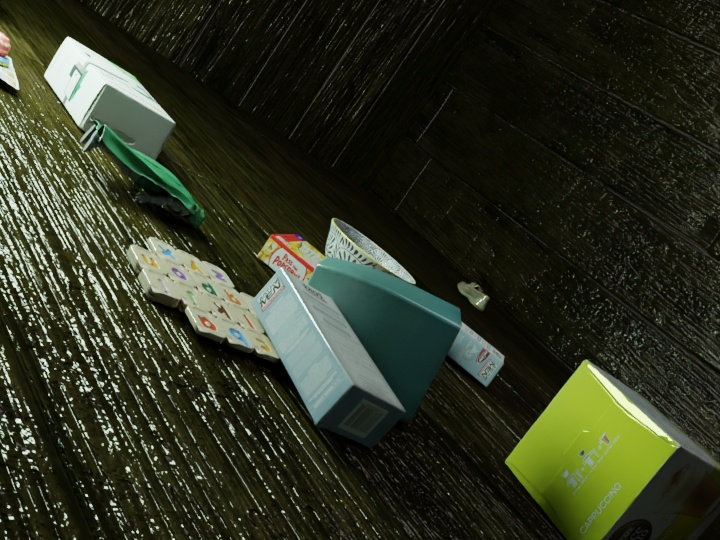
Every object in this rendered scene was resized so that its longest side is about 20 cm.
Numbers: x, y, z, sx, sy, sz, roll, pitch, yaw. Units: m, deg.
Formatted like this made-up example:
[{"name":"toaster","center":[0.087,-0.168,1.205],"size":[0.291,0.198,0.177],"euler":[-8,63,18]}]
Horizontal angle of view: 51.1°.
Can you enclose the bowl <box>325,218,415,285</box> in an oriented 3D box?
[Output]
[{"name":"bowl","center":[0.000,0.000,1.418],"size":[0.199,0.095,0.201],"euler":[36,10,-7]}]

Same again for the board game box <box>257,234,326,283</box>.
[{"name":"board game box","center":[-0.061,0.020,1.236],"size":[0.199,0.047,0.151],"euler":[39,9,6]}]

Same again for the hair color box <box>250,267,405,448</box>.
[{"name":"hair color box","center":[-0.040,0.094,0.841],"size":[0.099,0.061,0.201],"euler":[35,14,-45]}]

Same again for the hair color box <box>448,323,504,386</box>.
[{"name":"hair color box","center":[0.199,0.143,1.543],"size":[0.199,0.061,0.099],"euler":[38,9,8]}]

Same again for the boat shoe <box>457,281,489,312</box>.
[{"name":"boat shoe","center":[0.409,0.080,2.703],"size":[0.071,0.065,0.200],"euler":[33,10,-22]}]

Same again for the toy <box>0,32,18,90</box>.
[{"name":"toy","center":[-0.547,-0.333,1.093],"size":[0.114,0.048,0.200],"euler":[33,11,-37]}]

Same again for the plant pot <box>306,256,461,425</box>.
[{"name":"plant pot","center":[0.015,0.073,0.995],"size":[0.197,0.143,0.141],"euler":[30,9,3]}]

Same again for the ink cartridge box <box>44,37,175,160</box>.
[{"name":"ink cartridge box","center":[-0.409,-0.277,1.230],"size":[0.145,0.085,0.200],"euler":[26,14,-49]}]

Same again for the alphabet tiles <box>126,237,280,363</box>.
[{"name":"alphabet tiles","center":[-0.169,0.033,0.849],"size":[0.198,0.015,0.196],"euler":[30,12,-44]}]

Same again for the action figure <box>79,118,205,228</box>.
[{"name":"action figure","center":[-0.290,-0.124,1.036],"size":[0.199,0.055,0.118],"euler":[40,5,-33]}]

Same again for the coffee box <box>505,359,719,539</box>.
[{"name":"coffee box","center":[0.371,0.291,1.082],"size":[0.196,0.201,0.200],"euler":[29,12,-35]}]
